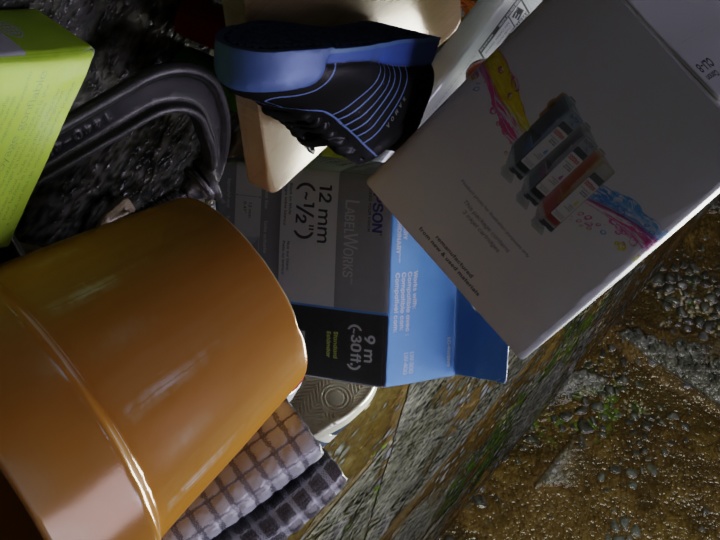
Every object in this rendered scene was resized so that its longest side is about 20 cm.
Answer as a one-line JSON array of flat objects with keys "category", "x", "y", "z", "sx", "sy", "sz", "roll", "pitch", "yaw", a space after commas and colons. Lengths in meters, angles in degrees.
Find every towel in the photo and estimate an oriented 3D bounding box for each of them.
[{"category": "towel", "x": -0.118, "y": 0.116, "z": 1.036, "sx": 0.166, "sy": 0.200, "sz": 0.086, "roll": -37, "pitch": 129, "yaw": -5}]

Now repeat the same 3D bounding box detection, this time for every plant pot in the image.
[{"category": "plant pot", "x": -0.137, "y": 0.058, "z": 0.904, "sx": 0.183, "sy": 0.200, "sz": 0.200, "roll": -35, "pitch": 158, "yaw": -23}]

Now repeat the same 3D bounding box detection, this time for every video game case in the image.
[{"category": "video game case", "x": 0.088, "y": -0.100, "z": 1.244, "sx": 0.200, "sy": 0.023, "sz": 0.182, "roll": -53, "pitch": 144, "yaw": -7}]

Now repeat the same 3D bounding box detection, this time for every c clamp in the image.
[{"category": "c clamp", "x": -0.153, "y": -0.033, "z": 0.962, "sx": 0.200, "sy": 0.027, "sz": 0.171, "roll": -35, "pitch": 144, "yaw": -6}]

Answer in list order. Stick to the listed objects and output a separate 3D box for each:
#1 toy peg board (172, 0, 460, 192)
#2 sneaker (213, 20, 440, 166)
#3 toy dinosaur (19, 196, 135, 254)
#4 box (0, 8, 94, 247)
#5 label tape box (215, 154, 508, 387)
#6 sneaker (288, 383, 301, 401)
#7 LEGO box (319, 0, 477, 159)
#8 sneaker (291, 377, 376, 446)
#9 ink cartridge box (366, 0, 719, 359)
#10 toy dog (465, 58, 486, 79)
[{"category": "toy peg board", "x": -0.037, "y": -0.190, "z": 0.995, "sx": 0.200, "sy": 0.098, "sz": 0.199, "roll": -45, "pitch": 147, "yaw": -33}, {"category": "sneaker", "x": -0.016, "y": -0.096, "z": 0.931, "sx": 0.200, "sy": 0.070, "sz": 0.078, "roll": -13, "pitch": 117, "yaw": -57}, {"category": "toy dinosaur", "x": -0.164, "y": 0.008, "z": 1.051, "sx": 0.101, "sy": 0.058, "sz": 0.200, "roll": -50, "pitch": 164, "yaw": -15}, {"category": "box", "x": -0.214, "y": -0.057, "z": 0.775, "sx": 0.122, "sy": 0.048, "sz": 0.200, "roll": -62, "pitch": 164, "yaw": 20}, {"category": "label tape box", "x": 0.000, "y": 0.000, "z": 1.129, "sx": 0.066, "sy": 0.200, "sz": 0.143, "roll": -17, "pitch": 112, "yaw": -61}, {"category": "sneaker", "x": -0.087, "y": 0.084, "z": 1.423, "sx": 0.113, "sy": 0.071, "sz": 0.200, "roll": -58, "pitch": 173, "yaw": 27}, {"category": "LEGO box", "x": 0.008, "y": -0.127, "z": 1.250, "sx": 0.149, "sy": 0.077, "sz": 0.200, "roll": -28, "pitch": 150, "yaw": -59}, {"category": "sneaker", "x": -0.063, "y": 0.164, "z": 1.672, "sx": 0.200, "sy": 0.075, "sz": 0.085, "roll": -40, "pitch": 159, "yaw": -17}, {"category": "ink cartridge box", "x": 0.138, "y": -0.078, "z": 0.979, "sx": 0.200, "sy": 0.145, "sz": 0.145, "roll": -43, "pitch": 174, "yaw": 32}, {"category": "toy dog", "x": 0.125, "y": -0.152, "z": 1.150, "sx": 0.200, "sy": 0.096, "sz": 0.132, "roll": -48, "pitch": 167, "yaw": 23}]
